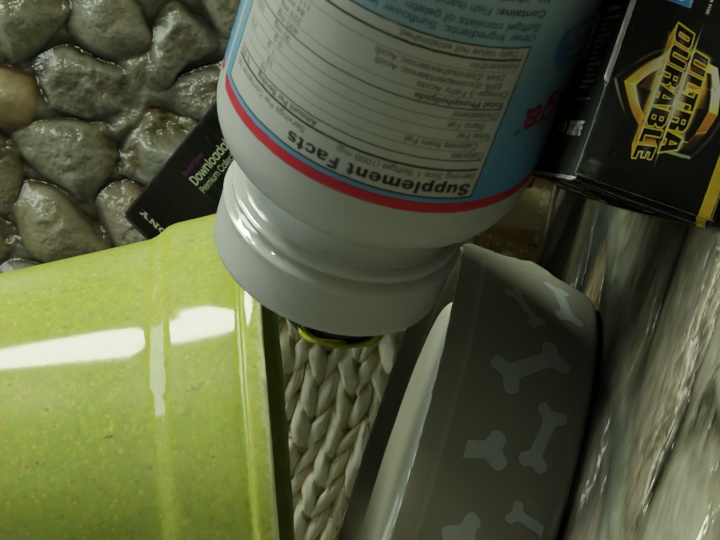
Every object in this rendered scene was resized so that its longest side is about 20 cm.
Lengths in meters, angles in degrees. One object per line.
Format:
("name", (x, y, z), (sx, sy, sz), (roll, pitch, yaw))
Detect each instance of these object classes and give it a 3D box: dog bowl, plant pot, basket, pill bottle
("dog bowl", (0.033, 0.085, 0.944), (0.200, 0.058, 0.201), (-163, 90, -87))
("plant pot", (-0.122, 0.073, 1.012), (0.200, 0.183, 0.202), (-4, -90, -90))
("basket", (-0.030, 0.046, 1.303), (0.200, 0.160, 0.199), (-79, 8, -58))
("pill bottle", (0.017, -0.079, 0.812), (0.109, 0.108, 0.201), (-76, 5, -52))

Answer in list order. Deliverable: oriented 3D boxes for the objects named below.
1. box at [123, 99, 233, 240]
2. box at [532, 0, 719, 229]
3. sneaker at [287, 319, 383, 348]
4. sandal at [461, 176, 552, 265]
("box", (-0.012, -0.099, 1.062), (0.143, 0.036, 0.200), (-51, 2, -41))
("box", (0.103, -0.099, 0.840), (0.200, 0.049, 0.160), (-131, 61, -86))
("sneaker", (0.000, 0.000, 1.090), (0.200, 0.074, 0.085), (-82, -4, -72))
("sandal", (0.066, -0.073, 1.155), (0.070, 0.077, 0.213), (122, 159, -52))
